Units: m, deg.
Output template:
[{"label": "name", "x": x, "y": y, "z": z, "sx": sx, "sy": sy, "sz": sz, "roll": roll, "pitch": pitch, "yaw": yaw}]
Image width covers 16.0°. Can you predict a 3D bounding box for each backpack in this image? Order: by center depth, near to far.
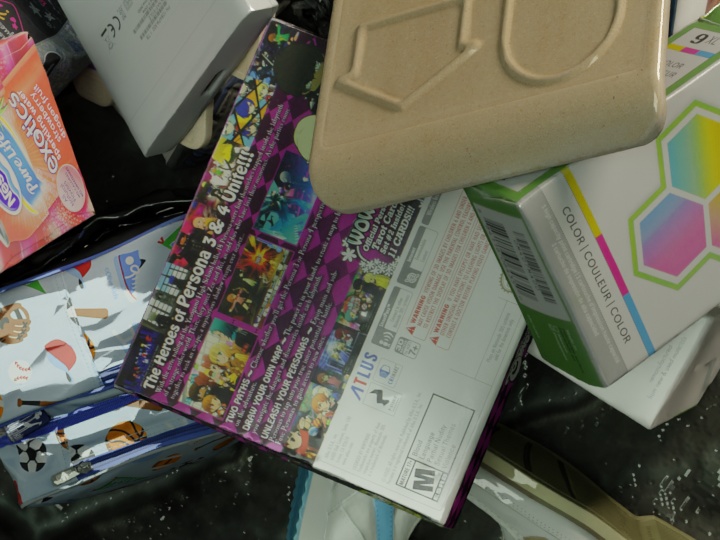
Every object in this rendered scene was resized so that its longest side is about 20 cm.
[{"label": "backpack", "x": -0.123, "y": 0.036, "z": 1.358, "sx": 0.190, "sy": 0.200, "sz": 0.155, "roll": -29, "pitch": 90, "yaw": 12}]

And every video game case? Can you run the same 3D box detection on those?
[{"label": "video game case", "x": 0.000, "y": 0.000, "z": 1.245, "sx": 0.180, "sy": 0.036, "sz": 0.201, "roll": 21, "pitch": 84, "yaw": 14}]

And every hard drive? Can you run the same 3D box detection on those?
[{"label": "hard drive", "x": -0.124, "y": -0.178, "z": 1.329, "sx": 0.201, "sy": 0.027, "sz": 0.132, "roll": 60, "pitch": 139, "yaw": 16}]

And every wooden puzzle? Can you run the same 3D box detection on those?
[{"label": "wooden puzzle", "x": 0.069, "y": -0.129, "z": 1.199, "sx": 0.184, "sy": 0.046, "sz": 0.201, "roll": -13, "pitch": 59, "yaw": 32}]

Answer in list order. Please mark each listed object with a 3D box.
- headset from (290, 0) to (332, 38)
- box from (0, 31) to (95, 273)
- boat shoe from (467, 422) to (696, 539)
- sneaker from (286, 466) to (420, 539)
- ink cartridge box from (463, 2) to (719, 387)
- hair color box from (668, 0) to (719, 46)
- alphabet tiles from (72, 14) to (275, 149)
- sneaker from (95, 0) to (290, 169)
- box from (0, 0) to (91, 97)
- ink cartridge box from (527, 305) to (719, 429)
[{"label": "headset", "x": 0.033, "y": -0.206, "z": 1.329, "sx": 0.123, "sy": 0.094, "sz": 0.200, "roll": 37, "pitch": 93, "yaw": 13}, {"label": "box", "x": -0.249, "y": -0.042, "z": 1.290, "sx": 0.199, "sy": 0.095, "sz": 0.103, "roll": -11, "pitch": 104, "yaw": 30}, {"label": "boat shoe", "x": 0.104, "y": 0.143, "z": 1.328, "sx": 0.199, "sy": 0.075, "sz": 0.069, "roll": 33, "pitch": 104, "yaw": 0}, {"label": "sneaker", "x": 0.015, "y": 0.078, "z": 1.375, "sx": 0.080, "sy": 0.077, "sz": 0.201, "roll": 12, "pitch": 94, "yaw": -5}, {"label": "ink cartridge box", "x": 0.155, "y": -0.047, "z": 1.199, "sx": 0.200, "sy": 0.059, "sz": 0.104, "roll": -35, "pitch": 115, "yaw": -17}, {"label": "hair color box", "x": 0.166, "y": -0.138, "z": 1.261, "sx": 0.060, "sy": 0.100, "sz": 0.201, "roll": 25, "pitch": 116, "yaw": 43}, {"label": "alphabet tiles", "x": -0.110, "y": -0.171, "z": 1.347, "sx": 0.200, "sy": 0.015, "sz": 0.197, "roll": 26, "pitch": 121, "yaw": 43}, {"label": "sneaker", "x": -0.081, "y": -0.156, "z": 1.385, "sx": 0.087, "sy": 0.074, "sz": 0.201, "roll": 34, "pitch": 103, "yaw": 18}, {"label": "box", "x": -0.261, "y": -0.104, "z": 1.400, "sx": 0.200, "sy": 0.115, "sz": 0.132, "roll": -40, "pitch": 81, "yaw": 34}, {"label": "ink cartridge box", "x": 0.092, "y": -0.004, "z": 1.312, "sx": 0.199, "sy": 0.117, "sz": 0.068, "roll": 33, "pitch": 103, "yaw": 15}]
